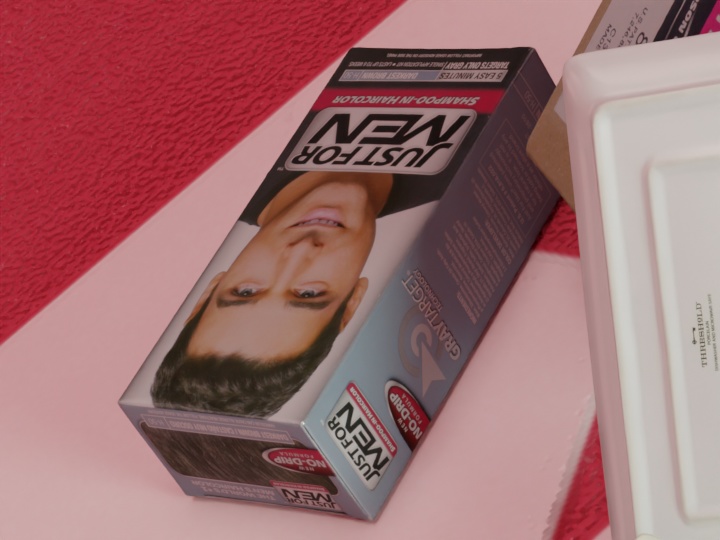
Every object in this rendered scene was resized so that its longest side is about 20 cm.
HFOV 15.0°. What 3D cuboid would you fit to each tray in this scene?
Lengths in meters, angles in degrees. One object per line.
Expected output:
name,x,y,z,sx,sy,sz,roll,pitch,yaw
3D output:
tray,0.119,0.021,0.894,0.107,0.022,0.201,-7,87,31

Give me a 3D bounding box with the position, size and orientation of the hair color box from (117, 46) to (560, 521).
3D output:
hair color box,0.000,0.000,1.091,0.099,0.061,0.201,3,50,40

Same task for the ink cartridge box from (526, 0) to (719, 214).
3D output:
ink cartridge box,0.156,-0.083,0.968,0.201,0.075,0.165,-63,26,16

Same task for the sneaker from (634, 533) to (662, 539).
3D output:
sneaker,0.121,0.139,0.814,0.200,0.067,0.090,25,81,53
